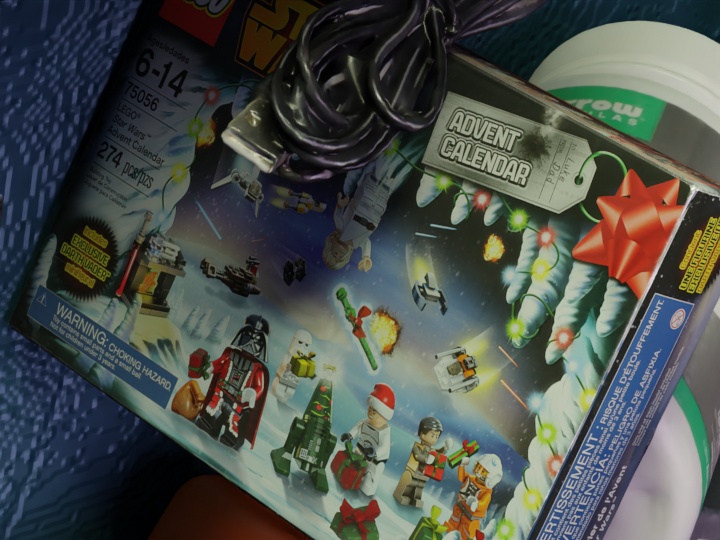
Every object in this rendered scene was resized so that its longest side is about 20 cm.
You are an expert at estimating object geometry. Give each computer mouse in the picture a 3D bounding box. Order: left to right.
[{"bbox_3d":[-0.035,-0.129,0.784,0.138,0.053,0.200,-45,110,-42],"label":"computer mouse"}]

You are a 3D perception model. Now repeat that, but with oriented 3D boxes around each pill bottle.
[{"bbox_3d":[0.071,0.009,0.948,0.200,0.113,0.113,-63,159,-53],"label":"pill bottle"}]

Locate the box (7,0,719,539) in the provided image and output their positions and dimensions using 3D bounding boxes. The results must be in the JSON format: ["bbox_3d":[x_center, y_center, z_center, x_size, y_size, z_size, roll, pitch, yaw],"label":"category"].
[{"bbox_3d":[0.000,0.000,0.842,0.040,0.200,0.137,14,103,-53],"label":"box"}]

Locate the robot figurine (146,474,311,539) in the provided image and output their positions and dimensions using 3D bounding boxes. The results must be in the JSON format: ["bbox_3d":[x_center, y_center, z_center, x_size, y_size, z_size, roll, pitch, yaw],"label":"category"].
[{"bbox_3d":[-0.040,0.146,0.972,0.200,0.116,0.144,-60,-175,2],"label":"robot figurine"}]

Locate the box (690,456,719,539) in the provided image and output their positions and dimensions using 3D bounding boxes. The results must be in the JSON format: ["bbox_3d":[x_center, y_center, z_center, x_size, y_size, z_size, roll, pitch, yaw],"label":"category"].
[{"bbox_3d":[0.128,0.158,1.137,0.196,0.117,0.201,8,108,-35],"label":"box"}]

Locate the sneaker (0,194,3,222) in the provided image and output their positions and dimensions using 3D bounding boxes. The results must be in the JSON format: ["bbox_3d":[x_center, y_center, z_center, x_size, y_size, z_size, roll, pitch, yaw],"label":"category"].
[{"bbox_3d":[-0.130,-0.033,0.790,0.078,0.075,0.201,-18,136,-52],"label":"sneaker"}]
